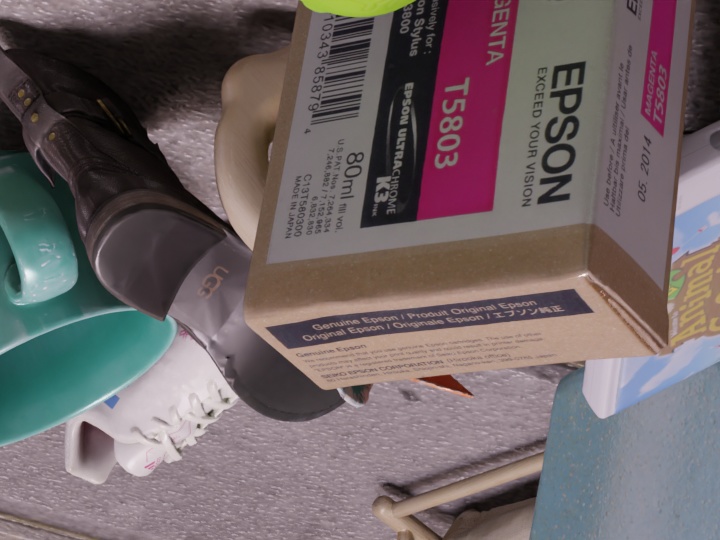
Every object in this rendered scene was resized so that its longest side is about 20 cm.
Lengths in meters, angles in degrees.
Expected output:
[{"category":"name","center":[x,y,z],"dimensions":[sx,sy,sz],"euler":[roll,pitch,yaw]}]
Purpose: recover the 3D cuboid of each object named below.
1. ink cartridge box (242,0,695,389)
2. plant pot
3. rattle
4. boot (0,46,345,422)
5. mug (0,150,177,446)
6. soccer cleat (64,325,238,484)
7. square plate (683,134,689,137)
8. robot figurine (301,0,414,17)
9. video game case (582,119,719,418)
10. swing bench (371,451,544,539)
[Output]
[{"category":"ink cartridge box","center":[0.049,-0.060,1.224],"dimensions":[0.164,0.201,0.075],"euler":[-9,148,30]},{"category":"plant pot","center":[0.200,0.128,1.512],"dimensions":[0.199,0.197,0.196],"euler":[13,-177,38]},{"category":"rattle","center":[0.000,0.000,1.349],"dimensions":[0.130,0.201,0.143],"euler":[-11,155,-26]},{"category":"boot","center":[-0.088,-0.026,1.403],"dimensions":[0.069,0.174,0.200],"euler":[-45,129,7]},{"category":"mug","center":[-0.174,0.001,1.486],"dimensions":[0.152,0.115,0.185],"euler":[-5,152,-49]},{"category":"soccer cleat","center":[-0.097,0.070,1.642],"dimensions":[0.070,0.087,0.200],"euler":[28,147,-31]},{"category":"square plate","center":[0.167,-0.007,1.474],"dimensions":[0.199,0.029,0.198],"euler":[-1,150,19]},{"category":"robot figurine","center":[0.020,-0.171,1.114],"dimensions":[0.175,0.116,0.200],"euler":[18,152,-29]},{"category":"video game case","center":[0.187,-0.022,1.327],"dimensions":[0.181,0.022,0.200],"euler":[-26,153,-13]},{"category":"swing bench","center":[0.139,0.201,1.776],"dimensions":[0.199,0.130,0.198],"euler":[23,149,-35]}]
